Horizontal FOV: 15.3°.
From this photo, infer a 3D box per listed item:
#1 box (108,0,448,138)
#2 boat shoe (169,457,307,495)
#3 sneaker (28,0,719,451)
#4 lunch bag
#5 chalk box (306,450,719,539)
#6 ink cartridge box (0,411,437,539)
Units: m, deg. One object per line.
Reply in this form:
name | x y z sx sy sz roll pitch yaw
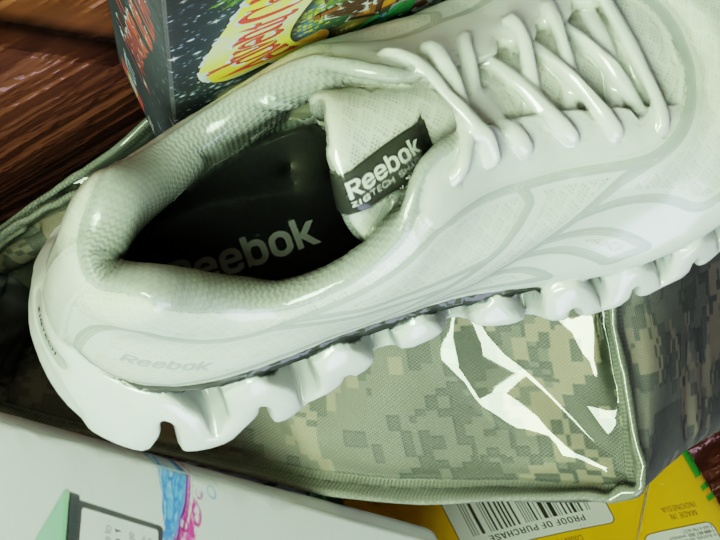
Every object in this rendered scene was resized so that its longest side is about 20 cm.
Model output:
box | 0.014 -0.079 0.560 0.136 0.038 0.200 -26 173 -6
boat shoe | -0.031 0.072 0.843 0.199 0.065 0.074 -19 143 -17
sneaker | 0.024 -0.025 0.564 0.199 0.075 0.081 -26 164 -10
lunch bag | 0.000 0.000 0.749 0.199 0.118 0.164 -1 -176 20
chalk box | 0.041 0.159 0.833 0.124 0.124 0.201 -9 140 -23
ink cartridge box | -0.100 0.085 0.672 0.144 0.084 0.200 -3 164 43
